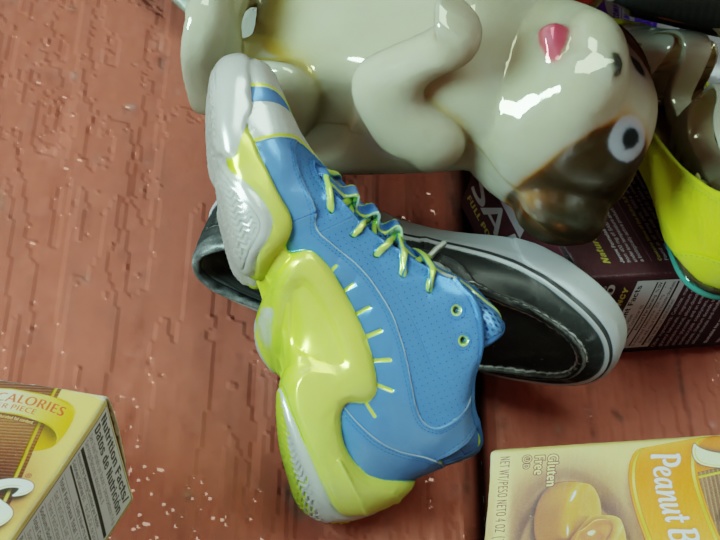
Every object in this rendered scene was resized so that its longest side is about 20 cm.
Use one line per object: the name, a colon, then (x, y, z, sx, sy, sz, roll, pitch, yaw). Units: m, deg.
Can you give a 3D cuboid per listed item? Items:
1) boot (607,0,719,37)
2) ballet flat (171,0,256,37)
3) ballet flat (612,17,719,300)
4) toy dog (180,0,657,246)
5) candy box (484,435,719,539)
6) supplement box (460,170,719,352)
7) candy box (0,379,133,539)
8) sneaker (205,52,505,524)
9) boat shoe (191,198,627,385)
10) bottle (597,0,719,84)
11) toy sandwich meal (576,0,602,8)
boot: (0.162, -0.185, 0.945, 0.072, 0.145, 0.200, 14, 7, 4)
ballet flat: (-0.081, -0.168, 1.068, 0.199, 0.064, 0.067, 32, 42, 8)
ballet flat: (0.155, -0.075, 0.994, 0.066, 0.067, 0.201, 2, 44, -22)
toy dog: (0.035, -0.082, 0.932, 0.199, 0.195, 0.140, 16, 50, 11)
candy box: (0.147, 0.125, 0.810, 0.198, 0.055, 0.116, -6, 53, 18)
supplement box: (0.163, -0.019, 1.036, 0.199, 0.061, 0.109, -2, 47, -27)
candy box: (-0.176, 0.117, 0.725, 0.116, 0.057, 0.200, 7, 37, 20)
sneaker: (0.000, 0.000, 0.867, 0.104, 0.202, 0.076, -14, 8, -7)
boat shoe: (0.021, 0.014, 0.929, 0.198, 0.074, 0.068, 24, 38, -1)
bottle: (0.148, -0.117, 1.120, 0.199, 0.065, 0.084, 16, 45, -10)
toy sandwich meal: (0.093, -0.219, 1.004, 0.204, 0.070, 0.207, 6, 82, -48)
